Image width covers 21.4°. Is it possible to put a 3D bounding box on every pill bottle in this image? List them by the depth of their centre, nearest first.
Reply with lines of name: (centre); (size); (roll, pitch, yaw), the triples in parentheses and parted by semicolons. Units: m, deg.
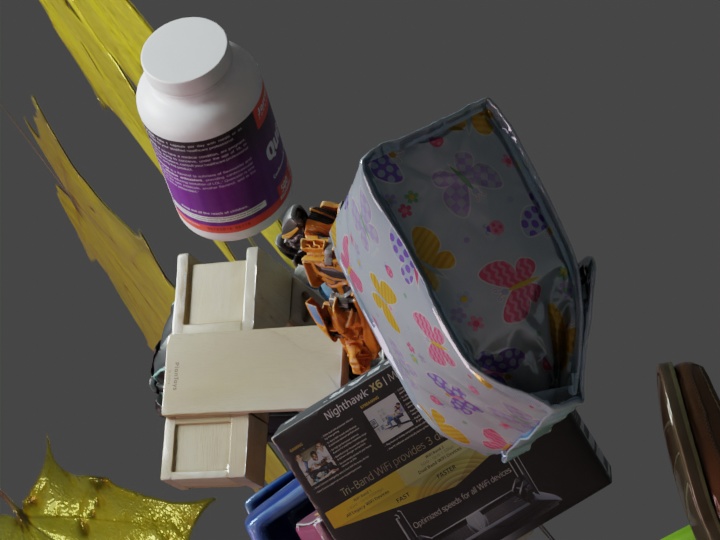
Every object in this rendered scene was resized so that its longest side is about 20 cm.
pill bottle: (-0.130, -0.125, 1.684); (0.113, 0.112, 0.201); (48, 164, 36)

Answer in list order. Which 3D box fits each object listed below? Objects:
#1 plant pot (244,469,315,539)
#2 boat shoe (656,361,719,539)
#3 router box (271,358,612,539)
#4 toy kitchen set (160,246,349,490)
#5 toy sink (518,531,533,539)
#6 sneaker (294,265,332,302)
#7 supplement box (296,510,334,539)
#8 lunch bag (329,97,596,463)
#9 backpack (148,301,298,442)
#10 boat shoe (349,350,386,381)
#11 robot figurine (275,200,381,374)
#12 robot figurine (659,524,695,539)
plant pot: (-0.001, 0.276, 1.974); (0.201, 0.199, 0.180); (58, 172, -7)
boat shoe: (0.227, 0.141, 1.106); (0.072, 0.068, 0.201); (66, -172, -70)
router box: (0.060, 0.134, 1.395); (0.158, 0.199, 0.052); (58, -171, -3)
toy kitchen set: (-0.059, 0.100, 1.669); (0.180, 0.162, 0.201); (41, -132, -61)
toy sink: (0.052, 0.219, 1.783); (0.112, 0.130, 0.200); (59, 168, -9)
sneaker: (0.000, 0.000, 1.623); (0.090, 0.078, 0.200); (47, 175, 3)
supplement box: (0.061, 0.188, 1.518); (0.104, 0.199, 0.131); (57, 168, 2)
lunch bag: (0.076, 0.016, 1.239); (0.201, 0.127, 0.170); (65, 166, 12)
backpack: (-0.102, 0.097, 1.976); (0.199, 0.154, 0.176); (17, 156, 6)
boat shoe: (0.035, 0.088, 1.630); (0.067, 0.072, 0.200); (23, 177, -18)
robot figurine: (0.014, 0.014, 1.478); (0.144, 0.059, 0.200); (2, 149, 19)
robot figurine: (0.235, 0.246, 1.202); (0.176, 0.115, 0.200); (54, 168, -8)
